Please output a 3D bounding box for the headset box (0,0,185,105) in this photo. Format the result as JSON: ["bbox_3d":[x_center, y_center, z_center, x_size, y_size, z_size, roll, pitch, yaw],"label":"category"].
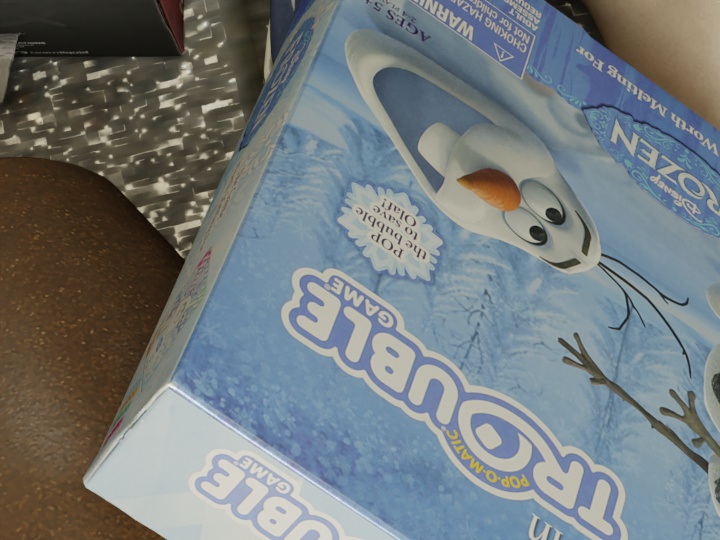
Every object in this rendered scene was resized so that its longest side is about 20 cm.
[{"bbox_3d":[-0.125,-0.146,0.846,0.148,0.077,0.201,-1,80,3],"label":"headset box"}]

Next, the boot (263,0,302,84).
[{"bbox_3d":[0.000,0.000,0.805,0.072,0.090,0.201,-7,79,1],"label":"boot"}]

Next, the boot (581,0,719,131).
[{"bbox_3d":[0.102,-0.044,0.811,0.199,0.070,0.147,4,93,1],"label":"boot"}]

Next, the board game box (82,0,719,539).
[{"bbox_3d":[0.054,0.029,0.693,0.200,0.043,0.199,34,40,-11],"label":"board game box"}]

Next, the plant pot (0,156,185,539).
[{"bbox_3d":[-0.073,0.080,0.716,0.186,0.187,0.200,-21,60,-1],"label":"plant pot"}]
